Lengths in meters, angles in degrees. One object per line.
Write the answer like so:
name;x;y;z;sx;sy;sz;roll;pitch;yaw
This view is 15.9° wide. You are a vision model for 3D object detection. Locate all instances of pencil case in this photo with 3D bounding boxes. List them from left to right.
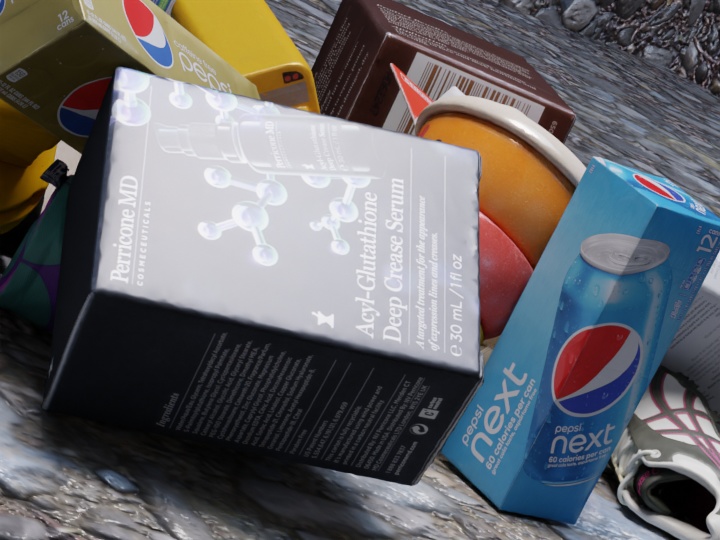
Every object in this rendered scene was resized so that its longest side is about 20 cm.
pencil case;-0.093;0.020;1.398;0.200;0.085;0.092;27;46;0

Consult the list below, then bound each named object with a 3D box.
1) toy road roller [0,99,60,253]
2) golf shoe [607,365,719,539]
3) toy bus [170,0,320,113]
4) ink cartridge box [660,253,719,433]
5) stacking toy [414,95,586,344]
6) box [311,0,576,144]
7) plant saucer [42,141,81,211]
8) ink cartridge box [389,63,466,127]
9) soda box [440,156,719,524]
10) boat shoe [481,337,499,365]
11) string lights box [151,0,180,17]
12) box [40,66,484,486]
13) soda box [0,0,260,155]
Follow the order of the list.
toy road roller;-0.212;-0.114;1.441;0.123;0.200;0.146;17;-24;-22
golf shoe;0.188;0.114;1.606;0.088;0.077;0.200;1;25;-44
toy bus;-0.068;-0.113;1.649;0.065;0.078;0.200;-15;28;-9
ink cartridge box;0.190;0.041;1.669;0.200;0.043;0.196;29;-31;-8
stacking toy;0.043;0.009;1.509;0.146;0.200;0.146;33;-24;17
box;0.044;-0.102;1.999;0.166;0.164;0.200;22;12;-13
plant saucer;-0.183;-0.093;1.558;0.200;0.200;0.029;21;-29;-21
ink cartridge box;0.113;-0.055;1.769;0.200;0.044;0.174;40;19;-31
soda box;0.128;0.041;1.477;0.064;0.200;0.068;14;19;-38
boat shoe;0.031;0.019;1.705;0.200;0.065;0.071;33;14;29
string lights box;-0.171;-0.215;1.695;0.200;0.103;0.059;13;18;-47
box;-0.047;0.004;1.301;0.200;0.107;0.149;12;50;-13
soda box;-0.122;-0.097;1.356;0.200;0.068;0.064;36;30;-55
